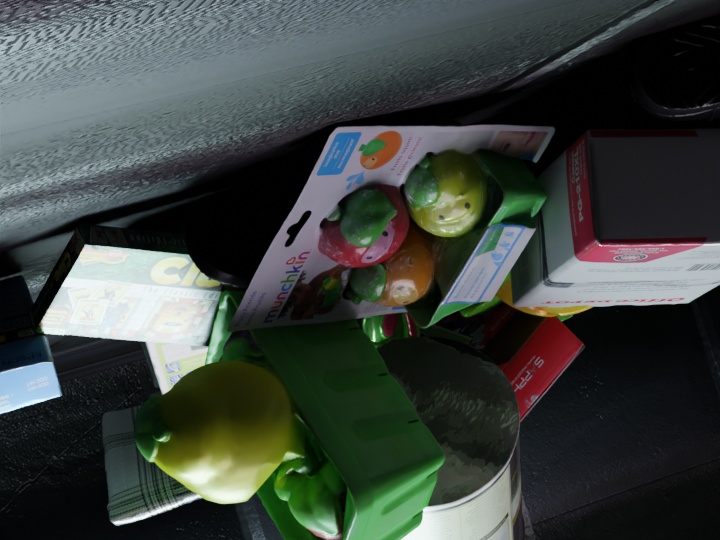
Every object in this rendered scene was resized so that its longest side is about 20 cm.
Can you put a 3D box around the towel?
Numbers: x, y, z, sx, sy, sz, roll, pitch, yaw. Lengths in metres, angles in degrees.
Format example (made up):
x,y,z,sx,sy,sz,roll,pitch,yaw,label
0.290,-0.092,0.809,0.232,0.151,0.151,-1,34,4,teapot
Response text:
x,y,z,sx,sy,sz,roll,pitch,yaw,label
-0.123,0.131,1.772,0.192,0.035,0.200,-19,-159,1,towel

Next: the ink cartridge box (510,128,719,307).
x,y,z,sx,sy,sz,roll,pitch,yaw,label
0.199,-0.034,1.488,0.144,0.085,0.200,-1,167,-13,ink cartridge box

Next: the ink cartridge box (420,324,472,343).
x,y,z,sx,sy,sz,roll,pitch,yaw,label
-0.007,0.116,1.810,0.200,0.048,0.145,-32,-159,-19,ink cartridge box

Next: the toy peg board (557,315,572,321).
x,y,z,sx,sy,sz,roll,pitch,yaw,label
0.211,-0.043,1.865,0.199,0.098,0.200,-26,-170,6,toy peg board

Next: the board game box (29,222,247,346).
x,y,z,sx,sy,sz,roll,pitch,yaw,label
-0.123,0.015,1.500,0.200,0.023,0.105,6,138,-29,board game box

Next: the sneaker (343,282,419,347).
x,y,z,sx,sy,sz,roll,pitch,yaw,label
0.000,0.000,1.688,0.084,0.200,0.077,28,-134,28,sneaker

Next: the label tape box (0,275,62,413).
x,y,z,sx,sy,sz,roll,pitch,yaw,label
-0.297,0.076,1.539,0.143,0.066,0.200,-16,-159,-10,label tape box

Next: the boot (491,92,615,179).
x,y,z,sx,sy,sz,roll,pitch,yaw,label
0.154,-0.107,1.630,0.200,0.069,0.188,-24,175,-38,boot

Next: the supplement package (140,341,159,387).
x,y,z,sx,sy,sz,roll,pitch,yaw,label
-0.092,0.020,1.833,0.155,0.111,0.200,-18,176,16,supplement package

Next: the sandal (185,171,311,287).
x,y,z,sx,sy,sz,roll,pitch,yaw,label
-0.049,-0.044,1.489,0.200,0.075,0.048,-26,156,-49,sandal

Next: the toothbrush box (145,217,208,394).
x,y,z,sx,sy,sz,roll,pitch,yaw,label
-0.092,0.052,1.638,0.145,0.200,0.086,-16,-139,-6,toothbrush box

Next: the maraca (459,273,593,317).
x,y,z,sx,sy,sz,roll,pitch,yaw,label
0.153,-0.013,1.686,0.137,0.107,0.200,-21,167,-30,maraca

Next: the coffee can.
x,y,z,sx,sy,sz,roll,pitch,yaw,label
0.054,0.165,1.644,0.146,0.147,0.200,-17,147,-6,coffee can

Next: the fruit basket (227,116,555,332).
x,y,z,sx,sy,sz,roll,pitch,yaw,label
0.025,-0.025,1.439,0.200,0.094,0.185,-9,140,-44,fruit basket

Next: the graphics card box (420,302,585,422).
x,y,z,sx,sy,sz,roll,pitch,yaw,label
0.095,0.073,1.818,0.126,0.051,0.200,-49,-155,-5,graphics card box

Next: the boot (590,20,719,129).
x,y,z,sx,sy,sz,roll,pitch,yaw,label
0.266,-0.129,1.456,0.200,0.077,0.168,-10,173,-4,boot

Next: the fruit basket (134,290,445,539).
x,y,z,sx,sy,sz,roll,pitch,yaw,label
-0.068,0.119,1.467,0.215,0.216,0.156,-16,146,-25,fruit basket
